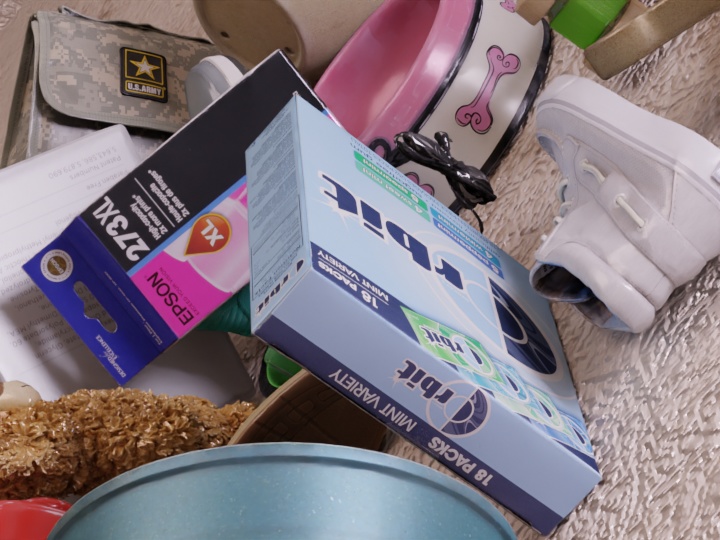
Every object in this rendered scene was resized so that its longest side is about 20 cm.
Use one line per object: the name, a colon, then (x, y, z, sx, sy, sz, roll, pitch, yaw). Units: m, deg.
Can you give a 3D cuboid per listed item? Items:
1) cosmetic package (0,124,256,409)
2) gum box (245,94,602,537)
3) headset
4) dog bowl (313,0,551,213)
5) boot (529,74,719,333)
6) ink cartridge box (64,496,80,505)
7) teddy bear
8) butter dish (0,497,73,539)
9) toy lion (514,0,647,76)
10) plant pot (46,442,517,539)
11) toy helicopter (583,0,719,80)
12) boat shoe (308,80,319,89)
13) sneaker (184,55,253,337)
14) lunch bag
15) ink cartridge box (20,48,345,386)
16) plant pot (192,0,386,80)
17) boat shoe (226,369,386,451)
cosmetic package: (-0.206, 0.043, 1.431, 0.165, 0.200, 0.165, -26, -2, -36)
gum box: (0.025, 0.016, 1.047, 0.045, 0.170, 0.200, -47, 19, 18)
headset: (0.000, 0.000, 1.251, 0.200, 0.094, 0.124, -40, 24, 36)
dog bowl: (0.028, -0.100, 1.392, 0.200, 0.074, 0.200, -46, 21, 23)
boot: (0.110, -0.031, 1.068, 0.096, 0.074, 0.200, -48, 20, -2)
ink cartridge box: (-0.259, 0.166, 1.633, 0.200, 0.067, 0.117, -45, 21, 31)
teddy bear: (-0.146, 0.090, 1.261, 0.145, 0.199, 0.067, -160, 71, -64)
butter dish: (-0.169, 0.185, 1.150, 0.199, 0.200, 0.148, -41, 35, 34)
toy lion: (0.172, -0.213, 1.222, 0.192, 0.069, 0.200, -58, 4, -38)
plant pot: (-0.029, 0.199, 0.858, 0.200, 0.200, 0.188, -40, 39, 37)
toy helicopter: (0.194, -0.153, 1.064, 0.200, 0.079, 0.132, -31, 5, 26)
boat shoe: (-0.055, -0.103, 1.594, 0.076, 0.072, 0.200, -29, 31, 52)
sneaker: (-0.112, -0.045, 1.375, 0.084, 0.120, 0.200, 121, 138, -51)
lunch bag: (-0.174, -0.086, 1.620, 0.118, 0.164, 0.201, -177, 95, -69)
ink cartridge box: (-0.094, -0.030, 1.294, 0.200, 0.095, 0.037, -40, 2, 0)
plant pot: (-0.039, -0.206, 1.501, 0.135, 0.200, 0.200, -52, 15, -32)
boat shoe: (-0.055, 0.116, 1.230, 0.200, 0.072, 0.072, -56, 19, 17)
